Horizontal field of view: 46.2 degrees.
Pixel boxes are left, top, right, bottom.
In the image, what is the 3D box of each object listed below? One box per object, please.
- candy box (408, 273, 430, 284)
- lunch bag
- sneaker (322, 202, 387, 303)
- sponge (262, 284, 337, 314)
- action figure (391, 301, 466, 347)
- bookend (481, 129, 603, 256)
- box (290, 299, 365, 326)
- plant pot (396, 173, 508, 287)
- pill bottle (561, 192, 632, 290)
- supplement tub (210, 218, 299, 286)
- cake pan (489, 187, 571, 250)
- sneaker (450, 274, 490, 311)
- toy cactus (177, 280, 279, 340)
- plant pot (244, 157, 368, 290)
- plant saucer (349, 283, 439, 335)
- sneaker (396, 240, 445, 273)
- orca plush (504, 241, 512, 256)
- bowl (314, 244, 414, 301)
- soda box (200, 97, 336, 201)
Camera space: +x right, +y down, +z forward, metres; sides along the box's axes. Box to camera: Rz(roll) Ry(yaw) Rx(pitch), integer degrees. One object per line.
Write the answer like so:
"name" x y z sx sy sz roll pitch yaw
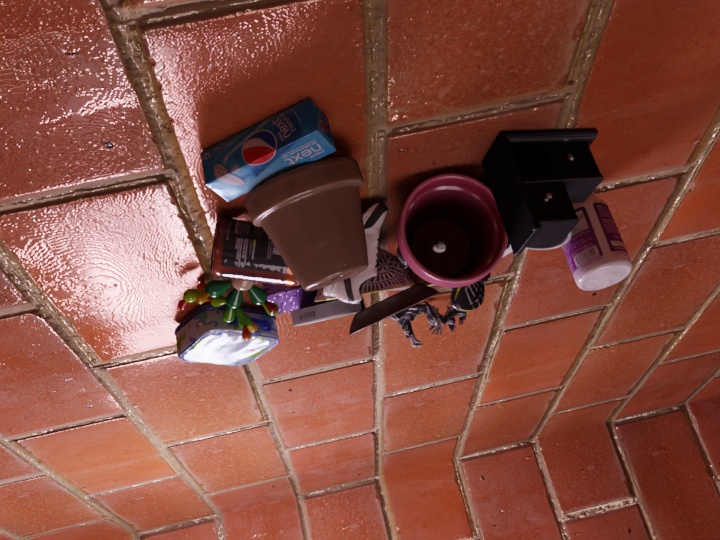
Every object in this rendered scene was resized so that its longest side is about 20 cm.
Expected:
"candy box" 0.117 0.022 1.780 0.102 0.027 0.200 1 174 -26
"lunch bag" -0.285 0.139 1.825 0.199 0.083 0.161 11 145 -41
"sneaker" 0.007 -0.029 1.549 0.080 0.201 0.074 26 175 6
"sponge" -0.104 0.043 1.790 0.199 0.030 0.112 -13 154 -5
"action figure" 0.152 0.120 1.990 0.199 0.103 0.119 -1 162 -28
"bookend" 0.341 -0.138 1.474 0.198 0.201 0.092 -4 152 -19
"box" -0.064 0.085 1.778 0.144 0.037 0.200 -13 178 3
"plant pot" 0.161 -0.058 1.570 0.199 0.201 0.179 -12 169 -6
"pill bottle" 0.445 -0.072 1.652 0.112 0.201 0.112 -11 153 -6
"supplement tub" -0.159 -0.029 1.488 0.199 0.107 0.107 8 150 -7
"cake pan" 0.307 -0.102 1.612 0.199 0.037 0.200 18 159 7
"sneaker" 0.218 0.029 1.786 0.081 0.074 0.200 -16 -161 28
"toy cactus" -0.247 0.048 1.663 0.199 0.103 0.165 17 127 -15
"plant pot" -0.068 -0.066 1.376 0.199 0.175 0.200 -21 175 -2
"plant saucer" 0.061 0.072 1.683 0.200 0.037 0.200 -26 176 -2
"sneaker" 0.173 -0.049 1.707 0.199 0.077 0.081 -15 148 0
"orca plush" 0.259 -0.060 1.611 0.105 0.071 0.200 -34 178 -10
"bowl" 0.000 0.000 1.656 0.200 0.095 0.201 -10 179 0
"soda box" -0.143 -0.183 1.297 0.199 0.064 0.068 -24 152 16
